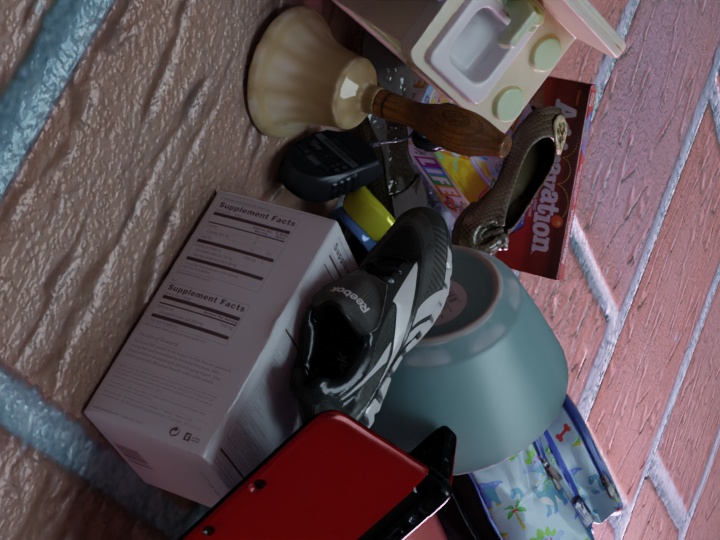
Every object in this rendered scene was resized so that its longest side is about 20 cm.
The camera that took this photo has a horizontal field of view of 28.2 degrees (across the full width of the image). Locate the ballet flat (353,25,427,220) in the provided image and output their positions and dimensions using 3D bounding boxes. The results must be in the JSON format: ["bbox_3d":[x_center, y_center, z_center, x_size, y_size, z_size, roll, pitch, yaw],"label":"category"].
[{"bbox_3d":[0.018,-0.124,1.238,0.067,0.046,0.201,-34,128,-32],"label":"ballet flat"}]

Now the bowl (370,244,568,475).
[{"bbox_3d":[0.063,0.054,1.147,0.201,0.199,0.106,-51,142,-38],"label":"bowl"}]

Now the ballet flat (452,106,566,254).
[{"bbox_3d":[0.152,-0.082,1.356,0.200,0.046,0.068,-52,134,-33],"label":"ballet flat"}]

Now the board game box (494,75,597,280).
[{"bbox_3d":[0.176,-0.099,1.471,0.019,0.102,0.202,-13,114,-60],"label":"board game box"}]

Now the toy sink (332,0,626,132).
[{"bbox_3d":[0.080,-0.190,1.090,0.130,0.200,0.112,33,96,-44],"label":"toy sink"}]

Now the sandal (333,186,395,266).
[{"bbox_3d":[0.000,0.000,1.241,0.087,0.080,0.200,-39,149,-4],"label":"sandal"}]

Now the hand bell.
[{"bbox_3d":[0.023,-0.121,1.063,0.104,0.199,0.105,-36,137,-42],"label":"hand bell"}]

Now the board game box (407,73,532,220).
[{"bbox_3d":[0.103,-0.137,1.358,0.200,0.034,0.135,49,59,-47],"label":"board game box"}]

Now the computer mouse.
[{"bbox_3d":[0.015,-0.096,1.182,0.199,0.059,0.034,-20,139,-33],"label":"computer mouse"}]

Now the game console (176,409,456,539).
[{"bbox_3d":[-0.041,0.169,1.023,0.200,0.119,0.172,-42,-173,15],"label":"game console"}]

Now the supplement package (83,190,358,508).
[{"bbox_3d":[-0.089,0.061,1.050,0.201,0.109,0.114,-61,149,-25],"label":"supplement package"}]

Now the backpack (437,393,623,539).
[{"bbox_3d":[0.121,0.168,1.260,0.146,0.183,0.201,-34,108,-15],"label":"backpack"}]

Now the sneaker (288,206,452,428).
[{"bbox_3d":[0.007,0.028,1.022,0.201,0.066,0.091,-61,151,-21],"label":"sneaker"}]

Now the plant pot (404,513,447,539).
[{"bbox_3d":[-0.012,0.241,1.219,0.200,0.199,0.179,-43,128,-45],"label":"plant pot"}]
